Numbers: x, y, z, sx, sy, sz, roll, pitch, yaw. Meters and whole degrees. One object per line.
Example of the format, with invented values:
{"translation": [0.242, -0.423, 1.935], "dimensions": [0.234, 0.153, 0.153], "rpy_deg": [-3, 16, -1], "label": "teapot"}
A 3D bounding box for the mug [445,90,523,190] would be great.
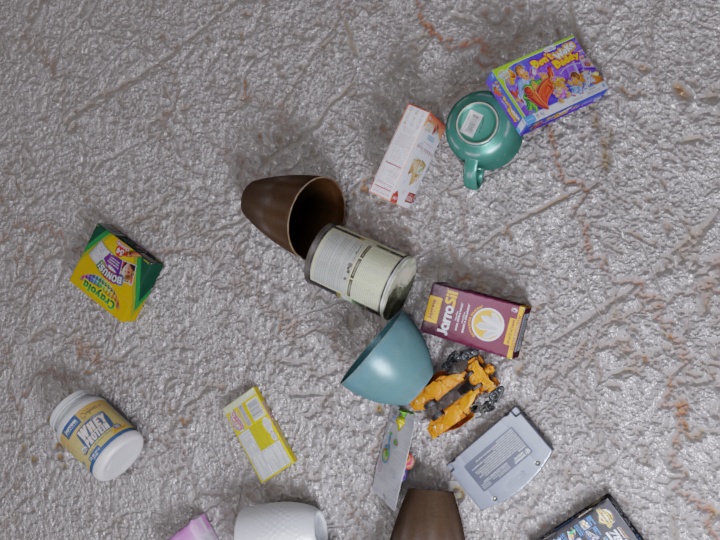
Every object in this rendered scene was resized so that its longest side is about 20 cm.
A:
{"translation": [0.256, -0.276, 1.538], "dimensions": [0.152, 0.114, 0.186], "rpy_deg": [-20, 80, 19], "label": "mug"}

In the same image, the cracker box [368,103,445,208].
{"translation": [0.102, -0.238, 1.587], "dimensions": [0.058, 0.134, 0.201], "rpy_deg": [28, 98, 19], "label": "cracker box"}

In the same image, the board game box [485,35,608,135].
{"translation": [0.370, -0.368, 1.483], "dimensions": [0.200, 0.045, 0.135], "rpy_deg": [-26, 76, -15], "label": "board game box"}

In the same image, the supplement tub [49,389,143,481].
{"translation": [-0.652, 0.404, 1.846], "dimensions": [0.200, 0.145, 0.145], "rpy_deg": [36, 100, 19], "label": "supplement tub"}

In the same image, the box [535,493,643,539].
{"translation": [0.464, 0.574, 1.455], "dimensions": [0.198, 0.050, 0.200], "rpy_deg": [-40, 74, 14], "label": "box"}

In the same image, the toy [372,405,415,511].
{"translation": [0.085, 0.395, 1.597], "dimensions": [0.047, 0.115, 0.201], "rpy_deg": [8, 94, -23], "label": "toy"}

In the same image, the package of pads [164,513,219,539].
{"translation": [-0.374, 0.692, 1.762], "dimensions": [0.120, 0.076, 0.200], "rpy_deg": [-39, 75, 17], "label": "package of pads"}

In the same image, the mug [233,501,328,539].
{"translation": [-0.160, 0.608, 1.658], "dimensions": [0.175, 0.148, 0.201], "rpy_deg": [-13, 112, 14], "label": "mug"}

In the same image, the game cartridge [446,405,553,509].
{"translation": [0.291, 0.392, 1.538], "dimensions": [0.200, 0.042, 0.133], "rpy_deg": [-44, 78, 14], "label": "game cartridge"}

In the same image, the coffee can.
{"translation": [0.000, 0.000, 1.608], "dimensions": [0.200, 0.146, 0.147], "rpy_deg": [25, 97, 20], "label": "coffee can"}

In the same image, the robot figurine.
{"translation": [0.203, 0.255, 1.566], "dimensions": [0.200, 0.058, 0.145], "rpy_deg": [-39, 75, 16], "label": "robot figurine"}

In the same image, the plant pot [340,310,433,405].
{"translation": [0.073, 0.201, 1.559], "dimensions": [0.135, 0.200, 0.200], "rpy_deg": [40, 102, 1], "label": "plant pot"}

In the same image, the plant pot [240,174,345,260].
{"translation": [-0.168, -0.137, 1.679], "dimensions": [0.200, 0.187, 0.188], "rpy_deg": [18, 94, 36], "label": "plant pot"}

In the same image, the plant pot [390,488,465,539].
{"translation": [0.137, 0.550, 1.521], "dimensions": [0.186, 0.187, 0.201], "rpy_deg": [-2, 73, 21], "label": "plant pot"}

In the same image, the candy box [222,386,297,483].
{"translation": [-0.236, 0.383, 1.748], "dimensions": [0.102, 0.026, 0.200], "rpy_deg": [-36, 75, 19], "label": "candy box"}

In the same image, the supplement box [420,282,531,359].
{"translation": [0.238, 0.101, 1.544], "dimensions": [0.199, 0.086, 0.111], "rpy_deg": [15, 94, 21], "label": "supplement box"}

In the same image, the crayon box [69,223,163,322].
{"translation": [-0.620, 0.005, 1.897], "dimensions": [0.200, 0.058, 0.173], "rpy_deg": [33, 99, 19], "label": "crayon box"}
